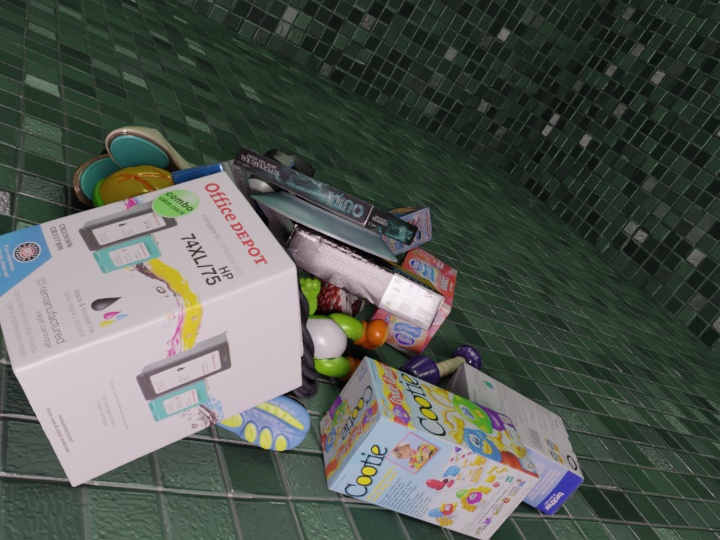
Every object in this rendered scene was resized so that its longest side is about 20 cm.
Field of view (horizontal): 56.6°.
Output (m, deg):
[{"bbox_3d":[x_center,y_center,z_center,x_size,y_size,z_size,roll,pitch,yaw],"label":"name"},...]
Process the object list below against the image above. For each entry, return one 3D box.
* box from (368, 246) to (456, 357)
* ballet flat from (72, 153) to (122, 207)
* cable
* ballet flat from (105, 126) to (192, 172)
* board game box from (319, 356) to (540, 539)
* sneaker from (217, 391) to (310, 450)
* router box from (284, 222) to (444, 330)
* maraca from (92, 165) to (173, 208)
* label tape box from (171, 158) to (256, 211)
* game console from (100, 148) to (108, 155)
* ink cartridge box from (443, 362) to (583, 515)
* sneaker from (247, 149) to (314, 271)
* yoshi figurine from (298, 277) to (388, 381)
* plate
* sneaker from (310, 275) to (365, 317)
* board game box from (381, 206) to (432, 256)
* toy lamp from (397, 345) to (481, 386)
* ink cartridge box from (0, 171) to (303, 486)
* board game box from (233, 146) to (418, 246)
[{"bbox_3d":[0.086,0.045,1.082,0.095,0.103,0.200,31,22,0],"label":"box"},{"bbox_3d":[-0.337,-0.131,0.901,0.072,0.068,0.200,-1,26,19],"label":"ballet flat"},{"bbox_3d":[-0.078,0.033,0.670,0.200,0.051,0.163,69,-18,1],"label":"cable"},{"bbox_3d":[-0.273,-0.149,0.900,0.069,0.069,0.200,44,-3,28],"label":"ballet flat"},{"bbox_3d":[0.071,0.192,0.719,0.200,0.105,0.103,26,21,-21],"label":"board game box"},{"bbox_3d":[-0.141,0.112,0.668,0.199,0.071,0.083,30,2,-4],"label":"sneaker"},{"bbox_3d":[0.000,0.000,0.859,0.200,0.051,0.149,26,5,-5],"label":"router box"},{"bbox_3d":[-0.260,-0.062,0.808,0.137,0.107,0.200,28,21,-15],"label":"maraca"},{"bbox_3d":[-0.167,-0.068,0.857,0.063,0.145,0.200,-13,11,3],"label":"label tape box"},{"bbox_3d":[-0.282,-0.114,1.006,0.177,0.031,0.200,13,28,-43],"label":"game console"},{"bbox_3d":[0.204,0.225,0.879,0.200,0.076,0.136,28,21,-8],"label":"ink cartridge box"},{"bbox_3d":[-0.096,-0.093,0.985,0.073,0.112,0.200,18,-29,24],"label":"sneaker"},{"bbox_3d":[-0.067,0.069,0.801,0.200,0.112,0.112,22,30,-13],"label":"yoshi figurine"},{"bbox_3d":[-0.041,-0.061,0.829,0.200,0.026,0.200,25,4,-2],"label":"plate"},{"bbox_3d":[-0.025,0.039,0.967,0.082,0.078,0.200,28,21,-15],"label":"sneaker"},{"bbox_3d":[0.015,-0.064,1.131,0.200,0.062,0.200,-17,18,-39],"label":"board game box"},{"bbox_3d":[0.112,0.143,0.964,0.058,0.058,0.200,42,20,23],"label":"toy lamp"},{"bbox_3d":[-0.167,0.039,0.543,0.200,0.146,0.147,-21,48,-23],"label":"ink cartridge box"},{"bbox_3d":[-0.041,-0.090,0.814,0.200,0.028,0.135,27,5,27],"label":"board game box"}]
